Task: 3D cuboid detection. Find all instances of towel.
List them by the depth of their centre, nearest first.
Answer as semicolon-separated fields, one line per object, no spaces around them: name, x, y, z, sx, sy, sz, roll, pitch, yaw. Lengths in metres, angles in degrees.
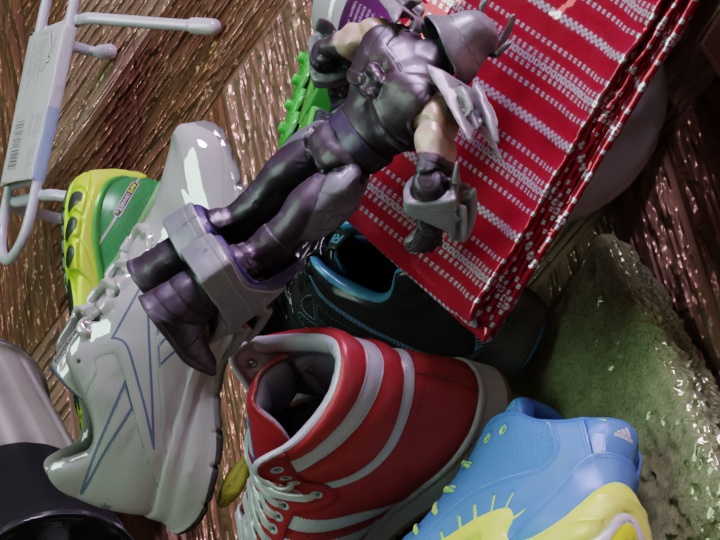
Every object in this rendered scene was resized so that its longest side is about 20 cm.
towel;0.061;-0.088;1.245;0.145;0.022;0.200;42;107;43
towel;0.109;0.088;1.275;0.149;0.036;0.200;-59;32;26

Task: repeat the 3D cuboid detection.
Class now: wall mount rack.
wall mount rack;-0.164;-0.096;1.812;0.174;0.074;0.201;-4;74;64

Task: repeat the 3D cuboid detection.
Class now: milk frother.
milk frother;-0.241;0.171;1.659;0.188;0.199;0.181;-127;28;-52

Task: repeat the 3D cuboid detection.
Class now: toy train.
toy train;-0.016;-0.083;1.502;0.200;0.042;0.057;-79;15;-61

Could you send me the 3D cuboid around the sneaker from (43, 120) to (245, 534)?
sneaker;-0.100;0.026;1.387;0.075;0.087;0.201;-138;57;-76

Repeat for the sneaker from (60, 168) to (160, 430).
sneaker;-0.125;0.041;1.670;0.074;0.083;0.201;-159;64;-80

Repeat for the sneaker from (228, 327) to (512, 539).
sneaker;-0.035;0.097;1.293;0.200;0.112;0.071;-47;42;29

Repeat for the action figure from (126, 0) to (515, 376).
action figure;-0.011;-0.045;1.241;0.200;0.069;0.130;-41;40;10

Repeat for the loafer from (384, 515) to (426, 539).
loafer;0.017;0.169;1.361;0.073;0.071;0.201;17;97;54

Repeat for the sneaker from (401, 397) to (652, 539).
sneaker;0.058;0.119;1.252;0.200;0.076;0.105;-24;42;46

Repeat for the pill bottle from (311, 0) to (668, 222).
pill bottle;0.052;-0.101;1.381;0.200;0.112;0.113;36;109;59

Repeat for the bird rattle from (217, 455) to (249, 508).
bird rattle;0.006;0.048;1.454;0.163;0.113;0.201;-29;39;38

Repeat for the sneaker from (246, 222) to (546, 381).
sneaker;0.000;0.000;1.360;0.200;0.082;0.073;5;59;50

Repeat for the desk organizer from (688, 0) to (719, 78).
desk organizer;0.144;-0.151;1.285;0.077;0.071;0.200;-58;33;34
